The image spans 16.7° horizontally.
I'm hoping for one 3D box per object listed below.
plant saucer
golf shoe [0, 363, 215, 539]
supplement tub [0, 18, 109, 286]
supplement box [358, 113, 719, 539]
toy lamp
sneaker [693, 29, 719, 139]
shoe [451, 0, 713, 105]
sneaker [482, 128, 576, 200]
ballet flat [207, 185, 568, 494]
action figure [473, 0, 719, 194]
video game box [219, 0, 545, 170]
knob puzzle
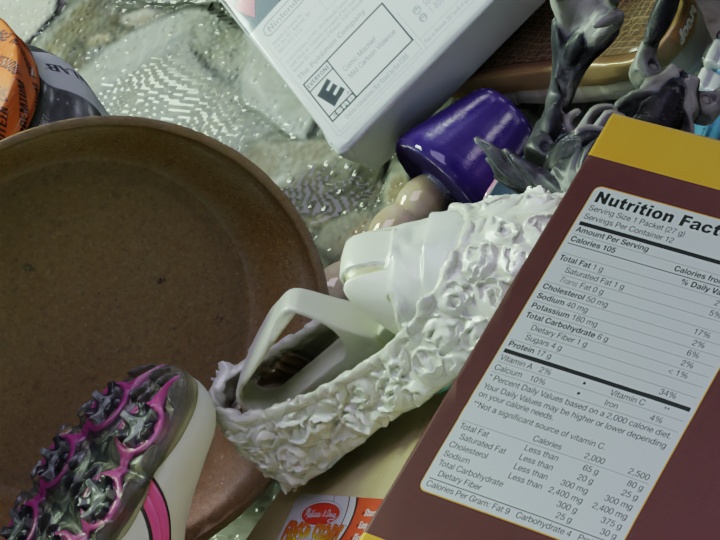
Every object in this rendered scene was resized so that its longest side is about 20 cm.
[{"bbox_3d":[-0.111,0.029,0.995,0.200,0.201,0.035,-36,29,-4],"label":"plant saucer"},{"bbox_3d":[-0.101,0.134,0.977,0.073,0.092,0.201,29,94,56],"label":"golf shoe"},{"bbox_3d":[-0.146,-0.014,1.071,0.122,0.200,0.123,-13,50,16],"label":"supplement tub"},{"bbox_3d":[0.124,0.093,0.856,0.132,0.198,0.201,17,64,34],"label":"supplement box"},{"bbox_3d":[0.000,0.000,1.089,0.200,0.058,0.058,-47,49,-10],"label":"toy lamp"},{"bbox_3d":[0.163,-0.019,1.014,0.086,0.075,0.201,12,61,26],"label":"sneaker"},{"bbox_3d":[0.082,-0.102,1.132,0.199,0.053,0.070,10,73,46],"label":"shoe"},{"bbox_3d":[0.060,0.040,1.033,0.082,0.070,0.201,-17,47,66],"label":"sneaker"},{"bbox_3d":[0.005,0.023,0.934,0.200,0.071,0.072,-41,36,41],"label":"ballet flat"},{"bbox_3d":[0.121,-0.076,0.965,0.118,0.102,0.201,24,56,10],"label":"action figure"},{"bbox_3d":[0.017,-0.179,1.125,0.200,0.047,0.183,-44,66,14],"label":"video game box"},{"bbox_3d":[-0.002,0.122,0.948,0.220,0.030,0.220,-49,21,27],"label":"knob puzzle"}]
